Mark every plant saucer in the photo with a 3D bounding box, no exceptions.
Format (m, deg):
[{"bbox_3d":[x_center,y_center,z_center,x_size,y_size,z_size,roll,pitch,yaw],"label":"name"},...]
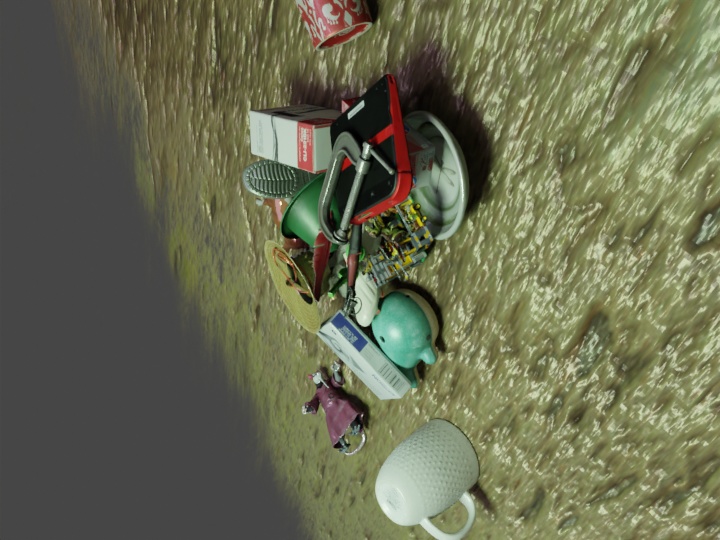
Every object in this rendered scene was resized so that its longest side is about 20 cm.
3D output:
[{"bbox_3d":[0.121,-0.153,0.964,0.200,0.049,0.204,48,146,46],"label":"plant saucer"}]

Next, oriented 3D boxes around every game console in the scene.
[{"bbox_3d":[0.012,-0.176,0.934,0.199,0.030,0.182,-20,73,59],"label":"game console"}]

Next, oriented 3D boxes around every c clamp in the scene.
[{"bbox_3d":[-0.023,-0.122,0.941,0.173,0.026,0.203,61,141,40],"label":"c clamp"}]

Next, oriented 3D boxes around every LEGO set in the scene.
[{"bbox_3d":[0.039,-0.054,1.022,0.157,0.114,0.200,63,172,1],"label":"LEGO set"}]

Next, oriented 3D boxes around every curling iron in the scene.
[{"bbox_3d":[-0.006,-0.023,1.008,0.049,0.025,0.206,167,111,-65],"label":"curling iron"}]

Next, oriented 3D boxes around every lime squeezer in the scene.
[{"bbox_3d":[-0.020,-0.026,1.063,0.037,0.204,0.071,0,145,29],"label":"lime squeezer"}]

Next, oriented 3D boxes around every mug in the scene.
[{"bbox_3d":[0.133,0.409,1.139,0.200,0.173,0.149,47,138,24],"label":"mug"},{"bbox_3d":[-0.057,-0.486,1.010,0.130,0.178,0.205,-20,98,15],"label":"mug"}]

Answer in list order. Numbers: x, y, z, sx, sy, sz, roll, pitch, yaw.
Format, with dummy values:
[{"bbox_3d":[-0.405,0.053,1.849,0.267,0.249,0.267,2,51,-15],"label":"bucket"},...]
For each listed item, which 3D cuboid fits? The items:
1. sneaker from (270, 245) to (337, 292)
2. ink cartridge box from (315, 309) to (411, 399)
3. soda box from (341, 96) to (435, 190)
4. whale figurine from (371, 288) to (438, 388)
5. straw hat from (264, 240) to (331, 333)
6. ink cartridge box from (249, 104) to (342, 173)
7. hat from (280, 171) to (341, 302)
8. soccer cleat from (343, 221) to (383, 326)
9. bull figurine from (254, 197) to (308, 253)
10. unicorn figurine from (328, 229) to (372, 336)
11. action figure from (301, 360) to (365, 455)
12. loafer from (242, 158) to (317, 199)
[{"bbox_3d":[-0.122,-0.012,1.274,0.081,0.127,0.200,64,147,25],"label":"sneaker"},{"bbox_3d":[-0.004,0.175,1.206,0.200,0.041,0.200,46,162,0],"label":"ink cartridge box"},{"bbox_3d":[0.039,-0.208,0.972,0.201,0.062,0.071,51,149,42],"label":"soda box"},{"bbox_3d":[0.074,0.137,1.138,0.158,0.102,0.205,31,132,36],"label":"whale figurine"},{"bbox_3d":[-0.103,0.013,1.191,0.201,0.084,0.204,43,151,31],"label":"straw hat"},{"bbox_3d":[-0.095,-0.249,1.122,0.198,0.142,0.086,22,121,42],"label":"ink cartridge box"},{"bbox_3d":[-0.039,-0.058,1.106,0.176,0.200,0.166,47,179,19],"label":"hat"},{"bbox_3d":[0.000,0.000,1.118,0.069,0.076,0.206,-25,56,56],"label":"soccer cleat"},{"bbox_3d":[-0.171,-0.135,1.337,0.120,0.064,0.205,-19,90,56],"label":"bull figurine"},{"bbox_3d":[-0.022,0.025,1.200,0.139,0.072,0.204,-92,-7,-56],"label":"unicorn figurine"},{"bbox_3d":[-0.056,0.306,1.410,0.201,0.133,0.149,53,-176,37],"label":"action figure"},{"bbox_3d":[-0.134,-0.176,1.177,0.069,0.194,0.078,-172,80,-70],"label":"loafer"}]
